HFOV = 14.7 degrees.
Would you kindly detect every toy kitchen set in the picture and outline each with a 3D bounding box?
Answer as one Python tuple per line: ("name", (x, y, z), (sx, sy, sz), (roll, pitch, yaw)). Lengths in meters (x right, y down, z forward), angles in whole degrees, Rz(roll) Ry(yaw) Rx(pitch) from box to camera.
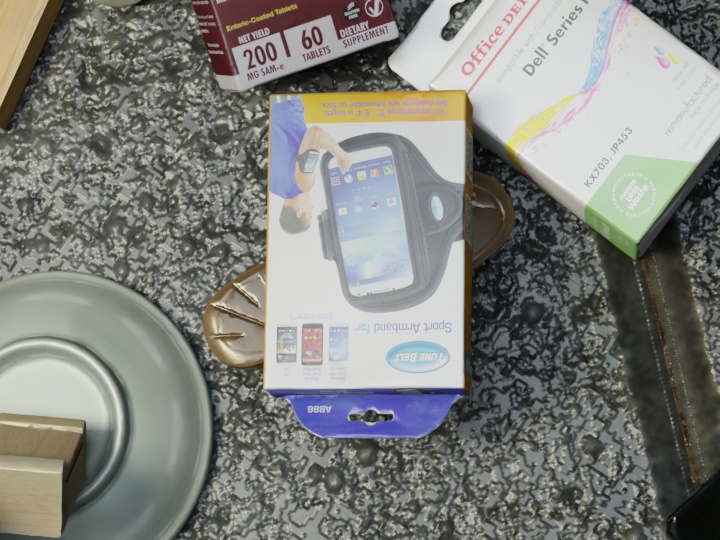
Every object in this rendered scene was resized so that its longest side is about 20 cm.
("toy kitchen set", (-0.265, 0.069, 1.562), (0.199, 0.163, 0.181), (4, 112, 3))

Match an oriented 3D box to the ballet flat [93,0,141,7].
("ballet flat", (-0.099, -0.241, 1.729), (0.067, 0.062, 0.200), (41, 87, 10))

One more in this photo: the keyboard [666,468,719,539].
("keyboard", (0.279, 0.192, 1.647), (0.104, 0.040, 0.200), (-44, 80, 22))

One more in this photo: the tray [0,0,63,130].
("tray", (-0.228, -0.200, 1.750), (0.098, 0.037, 0.201), (23, 84, 9))

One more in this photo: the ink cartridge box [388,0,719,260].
("ink cartridge box", (0.122, -0.114, 1.684), (0.200, 0.067, 0.117), (37, 88, 10))

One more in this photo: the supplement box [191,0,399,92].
("supplement box", (-0.060, -0.219, 1.682), (0.108, 0.061, 0.201), (-20, 99, -12))

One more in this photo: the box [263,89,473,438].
("box", (0.005, -0.004, 1.628), (0.118, 0.041, 0.201), (-1, 77, 8))

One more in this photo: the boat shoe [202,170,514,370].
("boat shoe", (0.000, 0.000, 1.681), (0.199, 0.065, 0.072), (-24, 77, 3))

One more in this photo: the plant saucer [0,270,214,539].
("plant saucer", (-0.190, 0.097, 1.695), (0.199, 0.050, 0.201), (-1, 82, 6))
